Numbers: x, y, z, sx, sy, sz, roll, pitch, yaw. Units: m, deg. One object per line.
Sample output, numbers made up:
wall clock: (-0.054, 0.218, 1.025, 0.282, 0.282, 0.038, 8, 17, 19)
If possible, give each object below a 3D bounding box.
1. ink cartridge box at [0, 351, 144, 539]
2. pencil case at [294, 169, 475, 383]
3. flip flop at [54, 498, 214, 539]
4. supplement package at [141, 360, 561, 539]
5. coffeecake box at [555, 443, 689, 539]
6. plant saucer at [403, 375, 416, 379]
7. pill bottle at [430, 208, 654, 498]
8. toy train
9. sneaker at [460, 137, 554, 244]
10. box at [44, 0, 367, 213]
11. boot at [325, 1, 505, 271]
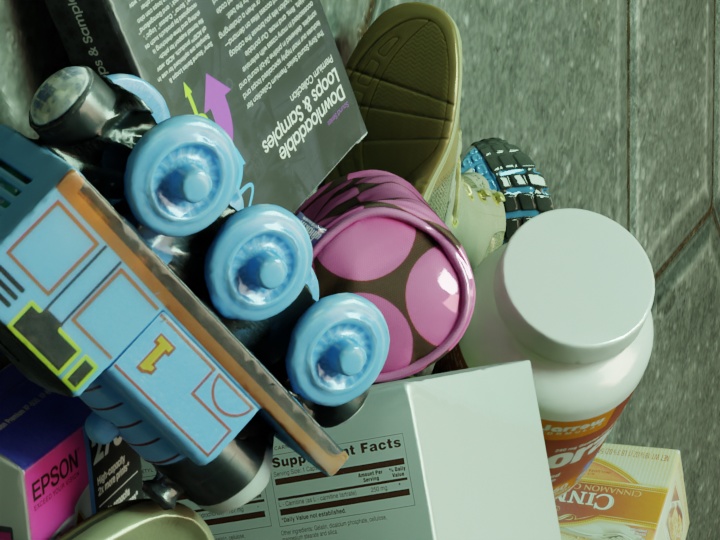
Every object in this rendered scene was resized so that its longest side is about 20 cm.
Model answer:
ink cartridge box: (-0.124, 0.111, 0.871, 0.095, 0.037, 0.201, -41, 130, -60)
pencil case: (0.000, 0.000, 1.017, 0.091, 0.094, 0.200, 49, 4, -5)
flip flop: (-0.123, 0.156, 0.794, 0.200, 0.057, 0.081, -31, 125, -36)
supplement package: (0.005, 0.156, 0.997, 0.191, 0.147, 0.201, -1, 81, -69)
coffeecake box: (0.110, 0.201, 1.322, 0.200, 0.153, 0.073, -64, 150, -43)
plant saucer: (0.053, 0.153, 1.178, 0.200, 0.031, 0.201, 169, -90, -77)
pill bottle: (0.103, 0.050, 1.198, 0.200, 0.112, 0.113, 105, 2, -61)
toy train: (-0.075, 0.013, 0.805, 0.114, 0.087, 0.200, -46, 126, -8)
sneaker: (0.089, 0.009, 1.373, 0.087, 0.075, 0.201, -131, -149, -73)
box: (-0.071, -0.110, 0.887, 0.143, 0.036, 0.201, -50, 125, -48)
boot: (0.038, -0.054, 1.197, 0.155, 0.072, 0.201, -17, 118, -66)
